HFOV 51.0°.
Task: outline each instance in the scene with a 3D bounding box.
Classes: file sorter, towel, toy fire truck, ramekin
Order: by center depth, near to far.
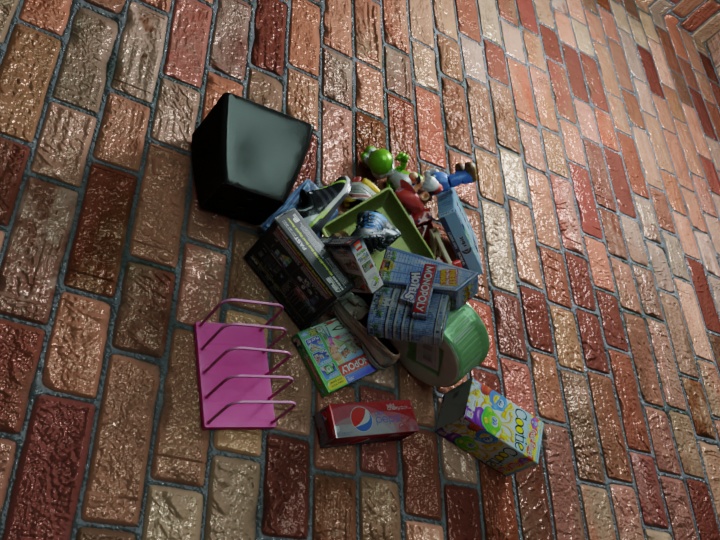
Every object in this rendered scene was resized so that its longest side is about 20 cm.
[{"bbox_3d":[-0.202,0.166,1.344,0.138,0.125,0.201,8,58,-33],"label":"file sorter"},{"bbox_3d":[0.160,0.147,1.580,0.200,0.200,0.098,49,52,1],"label":"ramekin"},{"bbox_3d":[-0.128,-0.107,1.631,0.112,0.049,0.200,43,45,-7],"label":"towel"},{"bbox_3d":[0.173,-0.059,1.753,0.048,0.141,0.201,-19,84,-8],"label":"toy fire truck"}]

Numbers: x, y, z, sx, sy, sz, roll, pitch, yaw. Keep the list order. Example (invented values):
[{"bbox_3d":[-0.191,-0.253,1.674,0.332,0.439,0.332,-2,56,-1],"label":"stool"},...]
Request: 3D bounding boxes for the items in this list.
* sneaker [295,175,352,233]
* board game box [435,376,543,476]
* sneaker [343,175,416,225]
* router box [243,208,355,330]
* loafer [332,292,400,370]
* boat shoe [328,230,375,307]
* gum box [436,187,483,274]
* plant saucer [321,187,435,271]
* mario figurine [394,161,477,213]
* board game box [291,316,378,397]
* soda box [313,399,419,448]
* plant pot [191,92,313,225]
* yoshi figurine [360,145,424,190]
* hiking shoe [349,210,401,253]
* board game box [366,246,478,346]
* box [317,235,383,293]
[{"bbox_3d":[-0.087,-0.155,1.609,0.083,0.072,0.200,41,46,-10],"label":"sneaker"},{"bbox_3d":[0.276,0.334,1.602,0.199,0.105,0.103,33,48,-14],"label":"board game box"},{"bbox_3d":[0.042,-0.129,1.765,0.200,0.078,0.082,35,59,-7],"label":"sneaker"},{"bbox_3d":[-0.124,0.000,1.493,0.200,0.150,0.062,52,45,3],"label":"router box"},{"bbox_3d":[0.014,0.108,1.545,0.072,0.063,0.200,-28,80,-43],"label":"loafer"},{"bbox_3d":[0.000,0.000,1.586,0.074,0.076,0.200,-38,91,-25],"label":"boat shoe"},{"bbox_3d":[0.235,-0.099,1.801,0.200,0.044,0.171,-81,146,-63],"label":"gum box"},{"bbox_3d":[0.035,-0.052,1.676,0.199,0.048,0.201,-32,88,-23],"label":"plant saucer"},{"bbox_3d":[0.165,-0.212,1.743,0.199,0.124,0.106,-24,65,-17],"label":"mario figurine"},{"bbox_3d":[-0.030,0.161,1.543,0.199,0.029,0.135,-19,74,-42],"label":"board game box"},{"bbox_3d":[0.013,0.295,1.462,0.199,0.063,0.070,3,60,-35],"label":"soda box"},{"bbox_3d":[-0.232,-0.210,1.532,0.199,0.199,0.178,17,64,-27],"label":"plant pot"},{"bbox_3d":[0.086,-0.229,1.832,0.200,0.112,0.113,36,54,-7],"label":"yoshi figurine"},{"bbox_3d":[0.012,-0.080,1.572,0.087,0.074,0.200,50,18,10],"label":"hiking shoe"},{"bbox_3d":[0.129,0.050,1.504,0.199,0.062,0.201,6,47,14],"label":"board game box"},{"bbox_3d":[-0.047,-0.013,1.504,0.035,0.199,0.111,-37,113,-30],"label":"box"}]
